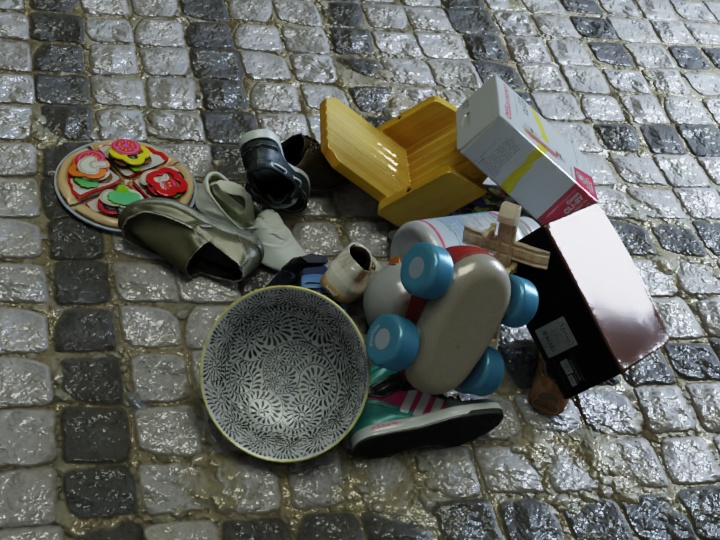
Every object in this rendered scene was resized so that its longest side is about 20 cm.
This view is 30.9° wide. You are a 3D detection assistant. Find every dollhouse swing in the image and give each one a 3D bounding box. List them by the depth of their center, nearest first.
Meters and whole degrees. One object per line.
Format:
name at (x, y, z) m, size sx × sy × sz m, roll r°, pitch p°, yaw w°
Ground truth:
dollhouse swing at (0.061, -0.191, 1.875) m, size 0.180 × 0.176 × 0.201 m, roll -28°, pitch 34°, yaw 19°

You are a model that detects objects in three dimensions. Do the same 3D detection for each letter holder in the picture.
letter holder at (0.281, 0.034, 1.641) m, size 0.141 × 0.100 × 0.202 m, roll -22°, pitch 82°, yaw -46°

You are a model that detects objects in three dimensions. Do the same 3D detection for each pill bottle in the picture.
pill bottle at (0.144, -0.019, 1.703) m, size 0.198 × 0.110 × 0.109 m, roll -8°, pitch 45°, yaw -35°

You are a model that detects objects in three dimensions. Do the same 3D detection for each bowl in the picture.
bowl at (-0.085, 0.122, 1.541) m, size 0.198 × 0.203 × 0.094 m, roll 18°, pitch -3°, yaw 4°

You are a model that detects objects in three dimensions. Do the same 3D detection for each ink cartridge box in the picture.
ink cartridge box at (0.234, -0.164, 1.848) m, size 0.199 × 0.083 × 0.146 m, roll 38°, pitch 26°, yaw -19°

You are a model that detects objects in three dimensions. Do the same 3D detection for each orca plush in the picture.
orca plush at (-0.085, 0.038, 1.604) m, size 0.071 × 0.200 × 0.105 m, roll 47°, pitch 48°, yaw 0°

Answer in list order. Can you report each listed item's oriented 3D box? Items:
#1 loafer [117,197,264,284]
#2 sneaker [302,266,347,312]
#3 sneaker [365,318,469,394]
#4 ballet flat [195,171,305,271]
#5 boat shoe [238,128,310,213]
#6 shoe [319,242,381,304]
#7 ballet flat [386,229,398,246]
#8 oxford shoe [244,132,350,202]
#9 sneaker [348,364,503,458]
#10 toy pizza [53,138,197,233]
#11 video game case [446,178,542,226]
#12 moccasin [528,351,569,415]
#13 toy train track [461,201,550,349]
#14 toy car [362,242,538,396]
loafer at (-0.226, -0.037, 1.712) m, size 0.197 × 0.076 × 0.070 m, roll 15°, pitch 36°, yaw -1°
sneaker at (-0.051, 0.045, 1.671) m, size 0.073 × 0.083 × 0.201 m, roll 1°, pitch 42°, yaw -13°
sneaker at (0.106, 0.077, 1.689) m, size 0.199 × 0.076 × 0.105 m, roll 35°, pitch 44°, yaw 23°
ballet flat at (-0.149, -0.068, 1.779) m, size 0.199 × 0.070 × 0.069 m, roll 37°, pitch 45°, yaw 22°
boat shoe at (-0.116, -0.117, 1.774) m, size 0.075 × 0.200 × 0.061 m, roll -16°, pitch 63°, yaw 14°
shoe at (0.000, 0.000, 1.700) m, size 0.070 × 0.054 × 0.200 m, roll 38°, pitch 14°, yaw 4°
ballet flat at (0.116, 0.003, 1.803) m, size 0.199 × 0.047 × 0.067 m, roll 30°, pitch 38°, yaw 23°
oxford shoe at (-0.069, -0.158, 1.889) m, size 0.198 × 0.085 × 0.073 m, roll -17°, pitch 48°, yaw -34°
sneaker at (0.068, 0.154, 1.591) m, size 0.197 × 0.084 × 0.122 m, roll -6°, pitch 55°, yaw -21°
toy pizza at (-0.325, -0.126, 1.814) m, size 0.197 × 0.032 × 0.202 m, roll 9°, pitch 42°, yaw -8°
video game case at (0.207, -0.074, 1.888) m, size 0.179 × 0.036 × 0.201 m, roll 5°, pitch 32°, yaw -15°
moccasin at (0.267, 0.098, 1.711) m, size 0.073 × 0.078 × 0.202 m, roll 25°, pitch 42°, yaw 11°
toy train track at (0.166, 0.015, 1.600) m, size 0.113 × 0.202 × 0.032 m, roll 18°, pitch 30°, yaw 22°
toy car at (0.071, 0.031, 1.557) m, size 0.183 × 0.179 × 0.200 m, roll 18°, pitch 12°, yaw -40°
